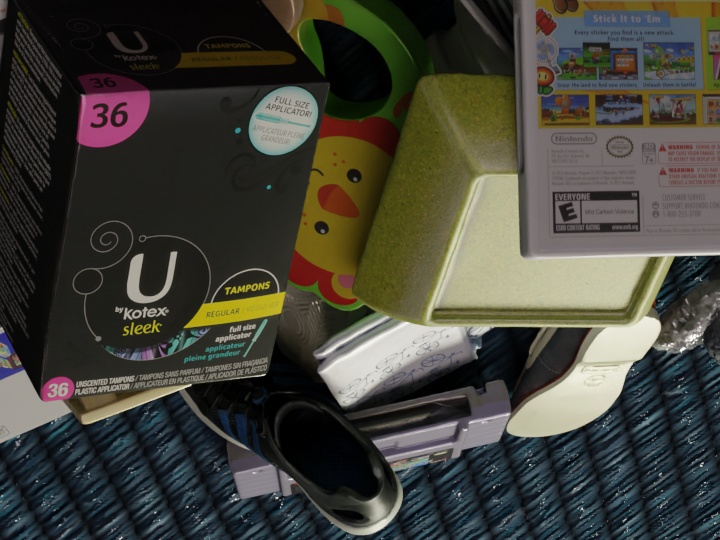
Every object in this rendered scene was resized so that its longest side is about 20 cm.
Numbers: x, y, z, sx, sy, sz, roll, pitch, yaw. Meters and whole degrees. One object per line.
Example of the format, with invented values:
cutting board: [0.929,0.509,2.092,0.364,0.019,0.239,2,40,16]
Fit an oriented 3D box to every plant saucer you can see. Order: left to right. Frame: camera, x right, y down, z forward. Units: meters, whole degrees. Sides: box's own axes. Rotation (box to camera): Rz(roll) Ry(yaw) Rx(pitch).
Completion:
plant saucer: [0.112,-0.028,1.406,0.199,0.048,0.200,1,141,-15]

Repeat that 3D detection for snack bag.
snack bag: [0.066,0.032,1.608,0.199,0.021,0.189,-30,164,-2]

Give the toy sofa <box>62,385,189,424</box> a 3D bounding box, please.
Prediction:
toy sofa: [-0.173,-0.014,1.513,0.083,0.098,0.201,-20,121,-21]

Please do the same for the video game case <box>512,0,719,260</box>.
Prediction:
video game case: [0.183,-0.099,1.342,0.199,0.023,0.183,-1,90,-14]

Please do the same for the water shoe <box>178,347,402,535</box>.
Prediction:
water shoe: [-0.050,0.093,1.603,0.072,0.200,0.079,-47,158,-15]

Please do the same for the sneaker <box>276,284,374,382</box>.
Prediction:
sneaker: [0.000,0.000,1.608,0.084,0.075,0.200,-33,162,-34]

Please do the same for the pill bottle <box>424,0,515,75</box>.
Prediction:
pill bottle: [0.129,-0.163,1.454,0.200,0.112,0.112,-38,130,21]

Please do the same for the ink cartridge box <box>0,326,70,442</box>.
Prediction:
ink cartridge box: [-0.199,0.047,1.615,0.199,0.039,0.100,-22,133,8]

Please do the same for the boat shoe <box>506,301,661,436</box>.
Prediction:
boat shoe: [0.154,0.055,1.698,0.071,0.063,0.200,-1,150,-22]

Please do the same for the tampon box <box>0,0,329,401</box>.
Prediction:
tampon box: [-0.123,-0.048,1.365,0.149,0.126,0.201,-6,126,-27]

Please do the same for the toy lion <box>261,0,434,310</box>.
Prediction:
toy lion: [-0.014,-0.077,1.464,0.191,0.069,0.200,29,124,4]

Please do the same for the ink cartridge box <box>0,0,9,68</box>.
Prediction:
ink cartridge box: [-0.234,-0.186,1.355,0.145,0.083,0.201,-13,134,-4]

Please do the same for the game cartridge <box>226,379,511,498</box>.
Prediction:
game cartridge: [0.006,0.124,1.705,0.199,0.039,0.130,-12,163,-3]

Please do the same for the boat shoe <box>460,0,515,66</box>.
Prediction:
boat shoe: [0.073,-0.192,1.369,0.073,0.067,0.200,-38,89,21]

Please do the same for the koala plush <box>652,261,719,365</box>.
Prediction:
koala plush: [0.298,0.007,1.634,0.177,0.184,0.200,13,140,-25]
